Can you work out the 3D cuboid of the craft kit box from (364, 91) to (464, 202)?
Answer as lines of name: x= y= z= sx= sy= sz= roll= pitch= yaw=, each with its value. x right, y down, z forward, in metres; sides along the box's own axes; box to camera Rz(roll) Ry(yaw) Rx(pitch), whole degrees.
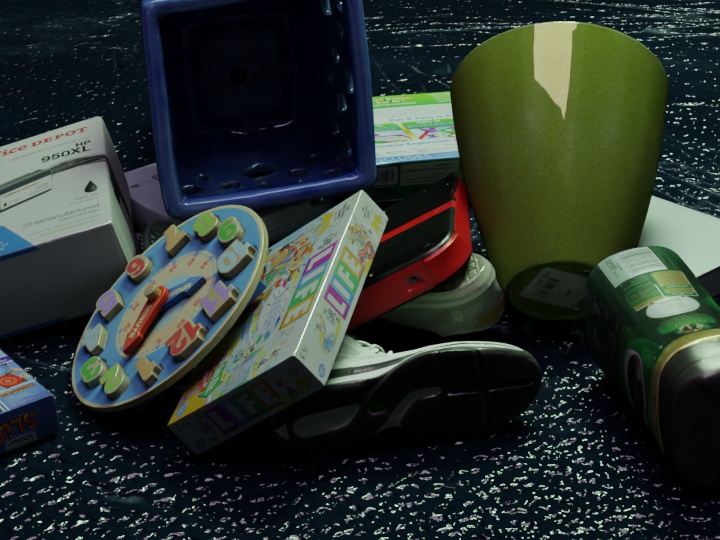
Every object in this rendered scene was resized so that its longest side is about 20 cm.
craft kit box: x=0.070 y=-0.128 z=1.711 sx=0.199 sy=0.049 sz=0.198 roll=-6 pitch=27 yaw=-17

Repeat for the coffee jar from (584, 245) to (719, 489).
coffee jar: x=0.228 y=0.066 z=1.216 sx=0.085 sy=0.105 sz=0.200 roll=-12 pitch=26 yaw=-7

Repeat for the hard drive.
hard drive: x=0.246 y=-0.025 z=1.499 sx=0.131 sy=0.026 sz=0.200 roll=-23 pitch=29 yaw=-32

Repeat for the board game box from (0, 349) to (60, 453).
board game box: x=-0.347 y=0.117 z=1.306 sx=0.199 sy=0.035 sz=0.135 roll=-20 pitch=28 yaw=-28

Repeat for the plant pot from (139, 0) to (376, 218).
plant pot: x=-0.103 y=-0.175 z=1.585 sx=0.198 sy=0.201 sz=0.180 roll=-9 pitch=17 yaw=-10

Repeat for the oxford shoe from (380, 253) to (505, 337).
oxford shoe: x=0.044 y=0.021 z=1.414 sx=0.199 sy=0.058 sz=0.075 roll=3 pitch=45 yaw=52

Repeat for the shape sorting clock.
shape sorting clock: x=-0.152 y=0.026 z=1.346 sx=0.199 sy=0.039 sz=0.201 roll=-28 pitch=37 yaw=23

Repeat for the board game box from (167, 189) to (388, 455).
board game box: x=-0.059 y=0.037 z=1.291 sx=0.134 sy=0.034 sz=0.201 roll=-30 pitch=24 yaw=33

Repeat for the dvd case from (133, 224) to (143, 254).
dvd case: x=-0.159 y=-0.015 z=1.575 sx=0.147 sy=0.016 sz=0.200 roll=-4 pitch=24 yaw=1

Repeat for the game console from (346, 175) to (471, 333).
game console: x=0.000 y=0.000 z=1.414 sx=0.199 sy=0.031 sz=0.177 roll=-27 pitch=17 yaw=13

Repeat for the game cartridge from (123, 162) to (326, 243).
game cartridge: x=-0.141 y=-0.063 z=1.615 sx=0.132 sy=0.041 sz=0.200 roll=-17 pitch=26 yaw=-33

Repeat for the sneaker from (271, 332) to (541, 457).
sneaker: x=0.029 y=0.071 z=1.281 sx=0.199 sy=0.076 sz=0.116 roll=-9 pitch=27 yaw=-2

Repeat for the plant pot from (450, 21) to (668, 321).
plant pot: x=0.163 y=-0.067 z=1.418 sx=0.186 sy=0.188 sz=0.201 roll=-1 pitch=58 yaw=9

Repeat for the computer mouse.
computer mouse: x=-0.163 y=0.026 z=1.448 sx=0.058 sy=0.034 sz=0.201 roll=20 pitch=32 yaw=-20

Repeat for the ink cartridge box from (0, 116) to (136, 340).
ink cartridge box: x=-0.279 y=-0.040 z=1.519 sx=0.144 sy=0.085 sz=0.200 roll=-17 pitch=33 yaw=-1
